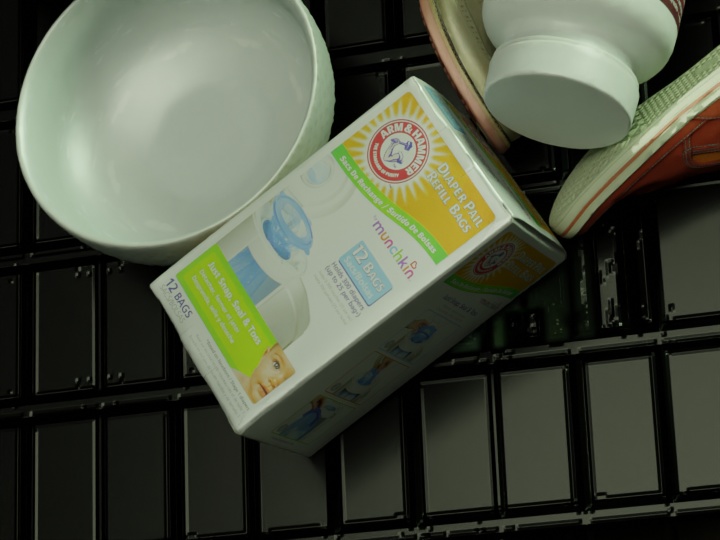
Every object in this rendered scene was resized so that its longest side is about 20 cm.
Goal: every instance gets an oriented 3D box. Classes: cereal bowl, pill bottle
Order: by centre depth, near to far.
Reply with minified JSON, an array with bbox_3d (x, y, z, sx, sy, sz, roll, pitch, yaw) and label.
[{"bbox_3d":[0.134,-0.177,1.285,0.113,0.113,0.200,7,66,20],"label":"pill bottle"},{"bbox_3d":[-0.104,-0.091,1.367,0.200,0.083,0.200,-7,68,19],"label":"cereal bowl"}]

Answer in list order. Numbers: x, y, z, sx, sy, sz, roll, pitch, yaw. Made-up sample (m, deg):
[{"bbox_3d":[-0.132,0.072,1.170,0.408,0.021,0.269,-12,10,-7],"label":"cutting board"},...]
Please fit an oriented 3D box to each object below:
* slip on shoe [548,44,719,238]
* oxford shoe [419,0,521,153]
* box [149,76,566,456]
[{"bbox_3d":[0.192,-0.077,1.280,0.200,0.074,0.061,-37,102,12],"label":"slip on shoe"},{"bbox_3d":[0.073,-0.167,1.342,0.074,0.071,0.200,-19,70,9],"label":"oxford shoe"},{"bbox_3d":[0.000,0.000,1.291,0.200,0.101,0.113,-37,67,11],"label":"box"}]
